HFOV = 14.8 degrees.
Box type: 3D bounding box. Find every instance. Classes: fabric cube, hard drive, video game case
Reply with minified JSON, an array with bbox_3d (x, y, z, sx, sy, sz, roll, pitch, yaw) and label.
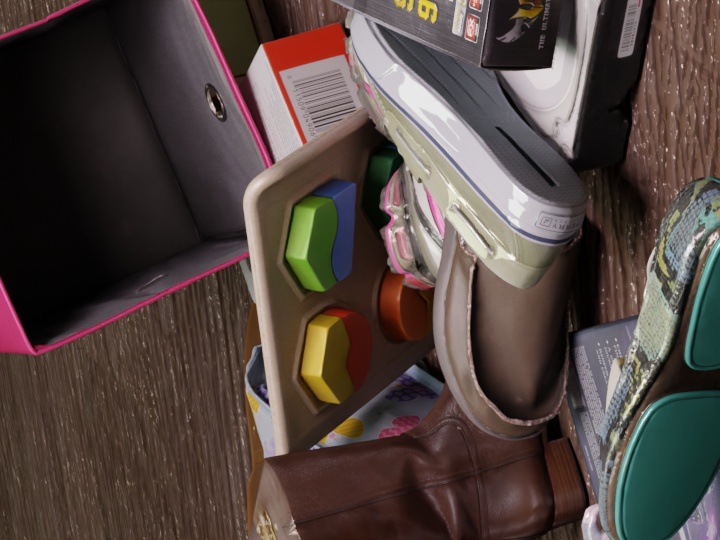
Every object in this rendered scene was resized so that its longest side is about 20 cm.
[{"bbox_3d":[-0.193,-0.069,1.846,0.197,0.200,0.199,67,161,-6],"label":"fabric cube"},{"bbox_3d":[0.087,-0.166,1.482,0.140,0.038,0.200,97,151,-45],"label":"hard drive"},{"bbox_3d":[0.166,0.093,1.487,0.200,0.019,0.143,-21,85,69],"label":"video game case"}]

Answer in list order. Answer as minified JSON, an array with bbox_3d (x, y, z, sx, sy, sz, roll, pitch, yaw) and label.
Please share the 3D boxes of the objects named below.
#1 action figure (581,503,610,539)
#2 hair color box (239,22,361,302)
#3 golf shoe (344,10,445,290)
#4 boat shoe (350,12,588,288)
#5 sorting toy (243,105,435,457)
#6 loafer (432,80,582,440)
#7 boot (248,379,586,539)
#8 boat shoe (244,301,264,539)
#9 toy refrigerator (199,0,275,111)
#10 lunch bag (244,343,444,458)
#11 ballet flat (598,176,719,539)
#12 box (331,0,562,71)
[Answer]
[{"bbox_3d":[0.111,0.227,1.539,0.134,0.149,0.200,58,178,18],"label":"action figure"},{"bbox_3d":[-0.043,-0.069,1.852,0.111,0.064,0.200,68,157,14],"label":"hair color box"},{"bbox_3d":[0.051,-0.089,1.604,0.092,0.073,0.201,-4,103,44],"label":"golf shoe"},{"bbox_3d":[0.046,-0.071,1.483,0.200,0.072,0.062,54,129,39],"label":"boat shoe"},{"bbox_3d":[0.000,0.000,1.658,0.036,0.185,0.201,14,121,30],"label":"sorting toy"},{"bbox_3d":[0.084,-0.004,1.530,0.071,0.073,0.201,4,100,64],"label":"loafer"},{"bbox_3d":[0.014,0.093,1.620,0.064,0.199,0.187,121,130,-62],"label":"boot"},{"bbox_3d":[-0.043,0.111,1.969,0.070,0.070,0.201,179,91,-68],"label":"boat shoe"},{"bbox_3d":[-0.122,-0.213,1.936,0.070,0.076,0.201,150,104,-69],"label":"toy refrigerator"},{"bbox_3d":[0.006,0.143,1.794,0.200,0.127,0.170,29,134,50],"label":"lunch bag"},{"bbox_3d":[0.158,0.043,1.378,0.074,0.074,0.201,50,130,48],"label":"ballet flat"},{"bbox_3d":[0.052,-0.218,1.423,0.158,0.048,0.201,31,117,52],"label":"box"}]
